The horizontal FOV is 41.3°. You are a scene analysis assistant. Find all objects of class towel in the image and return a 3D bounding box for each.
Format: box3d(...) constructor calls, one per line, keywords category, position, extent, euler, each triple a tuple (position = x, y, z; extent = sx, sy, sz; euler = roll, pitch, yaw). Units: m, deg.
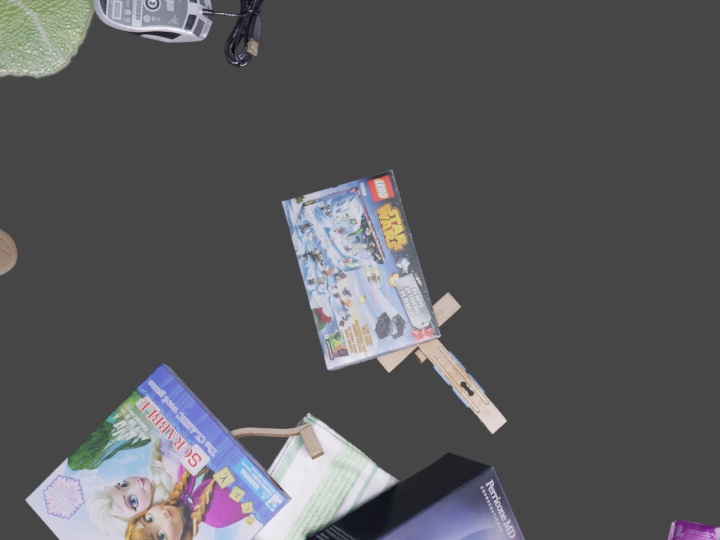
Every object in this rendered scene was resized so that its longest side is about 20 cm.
box3d(category="towel", position=(-0.025, 0.278, 1.077), extent=(0.199, 0.031, 0.150), euler=(37, 78, -7))

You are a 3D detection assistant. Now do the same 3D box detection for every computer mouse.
box3d(category="computer mouse", position=(-0.213, -0.304, 1.120), extent=(0.197, 0.044, 0.111), euler=(5, 84, -17))

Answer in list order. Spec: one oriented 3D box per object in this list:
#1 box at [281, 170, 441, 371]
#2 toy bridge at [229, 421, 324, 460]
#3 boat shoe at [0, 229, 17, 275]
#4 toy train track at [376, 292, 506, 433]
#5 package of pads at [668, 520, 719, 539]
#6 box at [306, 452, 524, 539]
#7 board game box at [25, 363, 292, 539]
box3d(category="box", position=(0.000, 0.000, 1.099), extent=(0.135, 0.040, 0.203), euler=(-15, 81, -2))
box3d(category="toy bridge", position=(-0.141, 0.214, 1.041), extent=(0.198, 0.027, 0.068), euler=(-26, 73, -4))
box3d(category="boat shoe", position=(-0.467, -0.009, 1.003), extent=(0.198, 0.065, 0.073), euler=(-8, 73, -33))
box3d(category="toy train track", position=(0.095, 0.106, 1.118), extent=(0.114, 0.033, 0.200), euler=(-40, 82, -6))
box3d(category="package of pads", position=(0.474, 0.355, 1.123), extent=(0.197, 0.120, 0.077), euler=(18, 77, -10))
box3d(category="box", position=(0.079, 0.335, 1.020), extent=(0.197, 0.123, 0.202), euler=(-27, 97, -20))
box3d(category="board game box", position=(-0.210, 0.240, 0.999), extent=(0.200, 0.041, 0.200), euler=(44, 83, 9))
